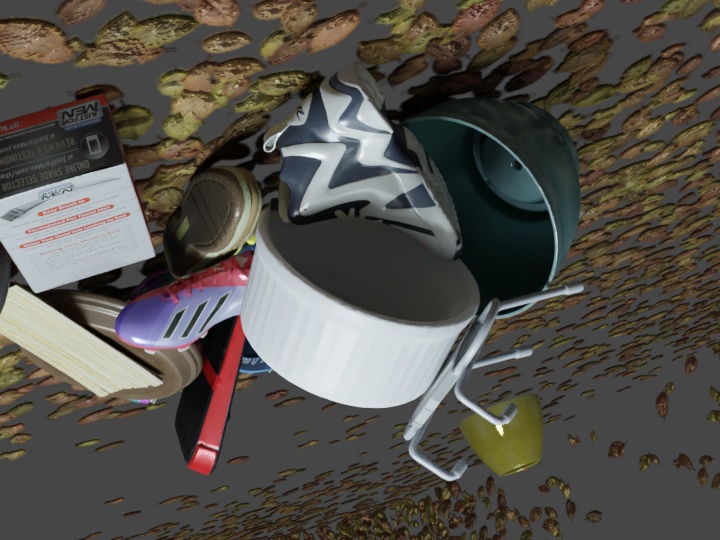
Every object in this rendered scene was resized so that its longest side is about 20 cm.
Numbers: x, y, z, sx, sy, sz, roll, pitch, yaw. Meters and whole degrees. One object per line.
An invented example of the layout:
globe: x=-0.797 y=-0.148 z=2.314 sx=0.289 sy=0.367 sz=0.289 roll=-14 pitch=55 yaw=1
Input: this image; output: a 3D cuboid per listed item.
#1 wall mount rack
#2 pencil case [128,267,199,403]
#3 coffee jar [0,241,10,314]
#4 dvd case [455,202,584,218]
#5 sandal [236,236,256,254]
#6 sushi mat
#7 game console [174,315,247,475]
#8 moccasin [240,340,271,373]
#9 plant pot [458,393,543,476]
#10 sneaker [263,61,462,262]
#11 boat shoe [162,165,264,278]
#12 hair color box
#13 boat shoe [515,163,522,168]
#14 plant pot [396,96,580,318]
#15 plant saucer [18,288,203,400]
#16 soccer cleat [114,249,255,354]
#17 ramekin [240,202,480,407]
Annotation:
wall mount rack: x=0.113 y=0.084 z=1.088 sx=0.174 sy=0.074 sz=0.200 roll=-58 pitch=178 yaw=-37
pencil case: x=-0.218 y=0.075 z=1.341 sx=0.084 sy=0.093 sz=0.200 roll=-13 pitch=161 yaw=-23
coffee jar: x=-0.355 y=0.031 z=1.041 sx=0.103 sy=0.086 sz=0.200 roll=14 pitch=150 yaw=-21
dvd case: x=0.116 y=-0.038 z=1.313 sx=0.198 sy=0.016 sz=0.149 roll=-2 pitch=162 yaw=-17
sandal: x=-0.038 y=-0.032 z=1.233 sx=0.199 sy=0.088 sz=0.079 roll=-28 pitch=160 yaw=17
sushi mat: x=-0.287 y=0.070 z=1.198 sx=0.095 sy=0.012 sz=0.200 roll=-15 pitch=141 yaw=34
game console: x=-0.149 y=0.104 z=1.284 sx=0.031 sy=0.179 sz=0.200 roll=17 pitch=-177 yaw=-15
moccasin: x=-0.065 y=0.048 z=1.385 sx=0.199 sy=0.081 sz=0.068 roll=-26 pitch=166 yaw=-35
plant pot: x=0.340 y=0.386 z=2.853 sx=0.198 sy=0.143 sz=0.200 roll=-19 pitch=164 yaw=-6
sneaker: x=-0.006 y=-0.064 z=1.049 sx=0.129 sy=0.080 sz=0.199 roll=-27 pitch=129 yaw=17
boat shoe: x=-0.118 y=-0.048 z=1.124 sx=0.075 sy=0.072 sz=0.200 roll=-10 pitch=172 yaw=-26
hair color box: x=-0.230 y=-0.055 z=0.980 sx=0.110 sy=0.065 sz=0.200 roll=-17 pitch=164 yaw=-9
boat shoe: x=0.115 y=-0.085 z=1.296 sx=0.198 sy=0.063 sz=0.075 roll=-2 pitch=165 yaw=-17
plant pot: x=0.121 y=-0.076 z=1.148 sx=0.134 sy=0.201 sz=0.200 roll=-40 pitch=180 yaw=-42
plant saucer: x=-0.256 y=0.080 z=1.251 sx=0.198 sy=0.030 sz=0.201 roll=9 pitch=150 yaw=5
soccer cleat: x=-0.130 y=0.017 z=1.136 sx=0.198 sy=0.067 sz=0.077 roll=-13 pitch=136 yaw=-31
ramekin: x=-0.006 y=0.027 z=1.068 sx=0.199 sy=0.200 sz=0.098 roll=-4 pitch=127 yaw=-42
